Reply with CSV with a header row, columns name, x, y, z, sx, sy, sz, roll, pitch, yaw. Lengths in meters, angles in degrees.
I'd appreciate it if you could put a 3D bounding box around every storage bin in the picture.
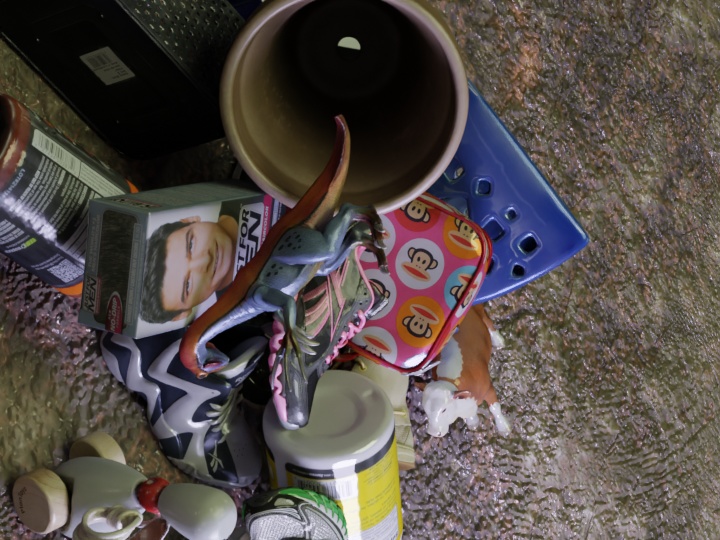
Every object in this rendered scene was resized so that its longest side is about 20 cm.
name,x,y,z,sx,sy,sz,roll,pitch,yaw
storage bin,-0.193,-0.197,1.624,0.200,0.135,0.094,46,48,-34

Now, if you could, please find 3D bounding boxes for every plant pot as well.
name,x,y,z,sx,sy,sz,roll,pitch,yaw
plant pot,-0.013,-0.162,1.626,0.201,0.199,0.175,62,10,-19
plant pot,0.081,-0.054,1.834,0.200,0.179,0.200,52,4,-3

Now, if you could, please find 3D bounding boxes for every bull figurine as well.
name,x,y,z,sx,sy,sz,roll,pitch,yaw
bull figurine,0.102,0.095,1.943,0.201,0.065,0.122,-85,152,-42

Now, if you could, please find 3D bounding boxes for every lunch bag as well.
name,x,y,z,sx,sy,sz,roll,pitch,yaw
lunch bag,0.000,0.000,1.710,0.177,0.199,0.082,-60,173,6

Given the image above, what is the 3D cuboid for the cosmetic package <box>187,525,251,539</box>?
name,x,y,z,sx,sy,sz,roll,pitch,yaw
cosmetic package,-0.102,0.328,1.649,0.105,0.071,0.201,-43,114,-48

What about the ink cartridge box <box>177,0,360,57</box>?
name,x,y,z,sx,sy,sz,roll,pitch,yaw
ink cartridge box,-0.078,-0.216,1.802,0.199,0.099,0.040,4,78,-50

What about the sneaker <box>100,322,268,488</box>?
name,x,y,z,sx,sy,sz,roll,pitch,yaw
sneaker,-0.115,0.104,1.646,0.200,0.129,0.080,59,44,-22

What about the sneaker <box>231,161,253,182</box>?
name,x,y,z,sx,sy,sz,roll,pitch,yaw
sneaker,-0.059,-0.088,1.792,0.071,0.099,0.201,34,57,-43

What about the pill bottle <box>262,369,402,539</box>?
name,x,y,z,sx,sy,sz,roll,pitch,yaw
pill bottle,-0.021,0.196,1.703,0.114,0.113,0.201,-54,149,-43

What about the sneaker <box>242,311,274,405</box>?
name,x,y,z,sx,sy,sz,roll,pitch,yaw
sneaker,-0.130,0.027,1.716,0.200,0.075,0.088,51,16,-19

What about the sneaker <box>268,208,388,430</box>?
name,x,y,z,sx,sy,sz,roll,pitch,yaw
sneaker,-0.026,0.036,1.630,0.079,0.095,0.202,108,-9,-79

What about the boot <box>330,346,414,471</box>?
name,x,y,z,sx,sy,sz,roll,pitch,yaw
boot,-0.014,0.095,1.819,0.199,0.072,0.157,24,63,-48

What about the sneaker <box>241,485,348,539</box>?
name,x,y,z,sx,sy,sz,roll,pitch,yaw
sneaker,-0.037,0.258,1.626,0.201,0.078,0.085,59,22,-32

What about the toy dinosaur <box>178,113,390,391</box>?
name,x,y,z,sx,sy,sz,roll,pitch,yaw
toy dinosaur,-0.068,0.006,1.547,0.105,0.180,0.201,90,-17,-75

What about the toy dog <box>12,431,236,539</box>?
name,x,y,z,sx,sy,sz,roll,pitch,yaw
toy dog,-0.182,0.199,1.517,0.131,0.200,0.097,-19,113,-27

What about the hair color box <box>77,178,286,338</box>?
name,x,y,z,sx,sy,sz,roll,pitch,yaw
hair color box,-0.138,-0.013,1.553,0.200,0.060,0.100,-14,114,-59

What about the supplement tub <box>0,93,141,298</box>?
name,x,y,z,sx,sy,sz,roll,pitch,yaw
supplement tub,-0.241,-0.047,1.551,0.200,0.106,0.108,38,53,-40
